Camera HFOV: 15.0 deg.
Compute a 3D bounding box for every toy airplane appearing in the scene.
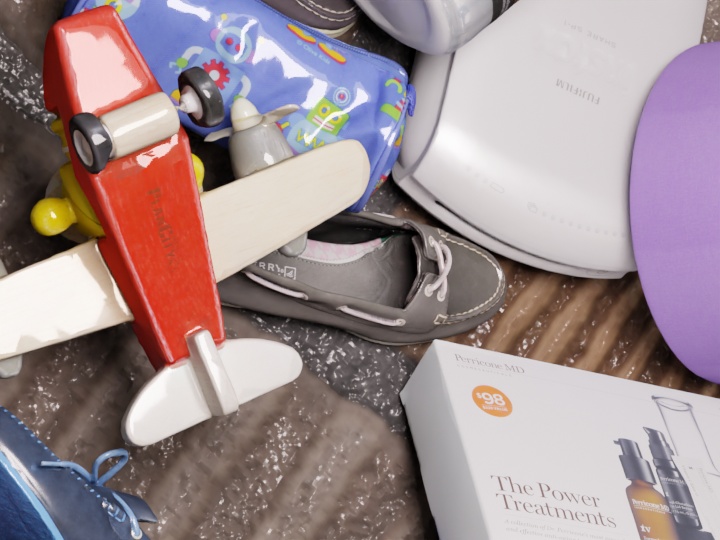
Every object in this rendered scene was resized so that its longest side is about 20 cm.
[{"bbox_3d":[-0.111,-0.014,1.367,0.200,0.141,0.199,25,91,-33],"label":"toy airplane"}]

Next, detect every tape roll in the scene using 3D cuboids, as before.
[{"bbox_3d":[0.234,-0.034,1.565,0.200,0.066,0.200,7,80,-51],"label":"tape roll"}]

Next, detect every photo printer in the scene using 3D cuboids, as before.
[{"bbox_3d":[0.107,-0.101,1.556,0.166,0.069,0.200,23,67,-21],"label":"photo printer"}]

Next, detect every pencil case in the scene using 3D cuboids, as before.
[{"bbox_3d":[-0.064,-0.111,1.449,0.200,0.087,0.078,29,22,-9],"label":"pencil case"}]

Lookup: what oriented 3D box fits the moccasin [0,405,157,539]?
[{"bbox_3d":[-0.136,0.140,1.381,0.068,0.080,0.200,-49,116,-33],"label":"moccasin"}]

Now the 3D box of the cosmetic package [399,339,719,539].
[{"bbox_3d":[0.132,0.122,1.488,0.200,0.052,0.151,12,37,-25],"label":"cosmetic package"}]

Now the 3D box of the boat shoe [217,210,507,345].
[{"bbox_3d":[0.000,0.000,1.485,0.200,0.057,0.067,7,73,-26],"label":"boat shoe"}]

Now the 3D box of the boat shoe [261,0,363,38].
[{"bbox_3d":[-0.065,-0.211,1.499,0.200,0.065,0.072,49,60,-9],"label":"boat shoe"}]

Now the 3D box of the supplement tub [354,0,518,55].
[{"bbox_3d":[0.079,-0.219,1.473,0.200,0.123,0.123,-39,97,-15],"label":"supplement tub"}]
